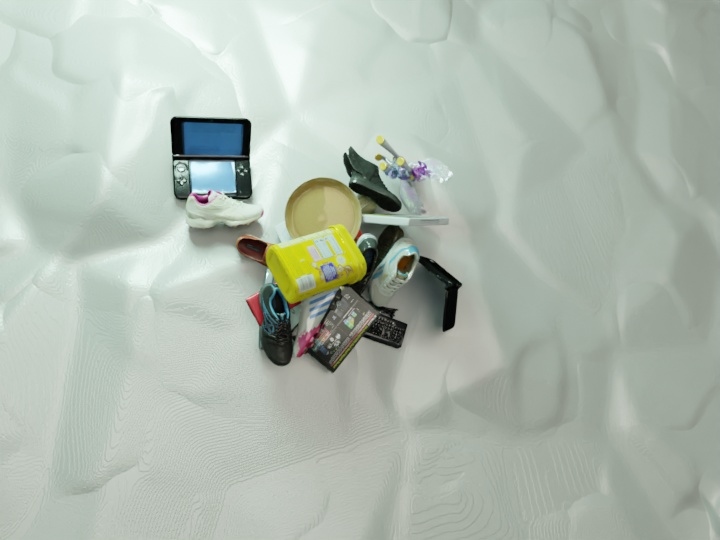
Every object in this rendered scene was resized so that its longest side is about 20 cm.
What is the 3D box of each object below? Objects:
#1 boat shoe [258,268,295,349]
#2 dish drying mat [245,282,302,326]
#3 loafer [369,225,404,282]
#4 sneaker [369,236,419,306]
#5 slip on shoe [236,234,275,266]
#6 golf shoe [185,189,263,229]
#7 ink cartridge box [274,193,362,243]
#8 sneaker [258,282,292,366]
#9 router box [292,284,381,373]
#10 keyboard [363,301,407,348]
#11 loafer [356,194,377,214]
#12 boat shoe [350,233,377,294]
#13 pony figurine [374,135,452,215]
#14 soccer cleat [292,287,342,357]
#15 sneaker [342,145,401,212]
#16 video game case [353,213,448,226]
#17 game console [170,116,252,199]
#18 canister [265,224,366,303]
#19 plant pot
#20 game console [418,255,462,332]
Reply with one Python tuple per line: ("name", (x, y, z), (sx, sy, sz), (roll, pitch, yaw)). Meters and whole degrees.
("boat shoe", (-0.209, 0.098, 1.379), (0.085, 0.075, 0.204), (5, 78, -16))
("dish drying mat", (-0.182, 0.057, 1.352), (0.199, 0.018, 0.077), (-30, 101, -24))
("loafer", (0.079, -0.029, 1.478), (0.067, 0.076, 0.202), (4, 113, -33))
("sneaker", (0.084, 0.014, 1.405), (0.076, 0.081, 0.201), (19, 114, -20))
("slip on shoe", (-0.228, -0.039, 1.392), (0.198, 0.061, 0.075), (21, 94, 1))
("golf shoe", (-0.344, -0.159, 1.386), (0.198, 0.075, 0.092), (-8, 120, -21))
("ink cartridge box", (-0.104, -0.087, 1.424), (0.199, 0.047, 0.161), (-28, 84, 12))
("sneaker", (-0.198, 0.130, 1.286), (0.073, 0.082, 0.202), (-13, 94, -26))
("router box", (-0.066, 0.136, 1.396), (0.150, 0.062, 0.200), (40, 83, -3))
("keyboard", (0.035, 0.131, 1.467), (0.198, 0.040, 0.105), (20, 72, -13))
("loafer", (0.010, -0.179, 1.518), (0.068, 0.076, 0.201), (37, 68, 1))
("boat shoe", (0.000, 0.000, 1.412), (0.068, 0.202, 0.057), (6, 35, -14))
("pony figurine", (0.133, -0.274, 1.516), (0.199, 0.167, 0.194), (16, 31, -55))
("soccer cleat", (-0.122, 0.112, 1.330), (0.086, 0.070, 0.201), (30, 80, 8))
("sneaker", (0.035, -0.245, 1.482), (0.198, 0.060, 0.105), (26, 57, -21))
("video game case", (0.103, -0.134, 1.443), (0.181, 0.199, 0.023), (-7, 102, -48))
("game console", (-0.377, -0.283, 1.392), (0.198, 0.116, 0.178), (-3, 77, -18))
("canister", (-0.105, -0.017, 1.282), (0.199, 0.087, 0.149), (-19, 69, -35))
("plant pot", (-0.096, -0.139, 1.405), (0.198, 0.027, 0.203), (0, 84, -2))
("game console", (0.206, 0.060, 1.473), (0.176, 0.200, 0.117), (40, 99, 14))
